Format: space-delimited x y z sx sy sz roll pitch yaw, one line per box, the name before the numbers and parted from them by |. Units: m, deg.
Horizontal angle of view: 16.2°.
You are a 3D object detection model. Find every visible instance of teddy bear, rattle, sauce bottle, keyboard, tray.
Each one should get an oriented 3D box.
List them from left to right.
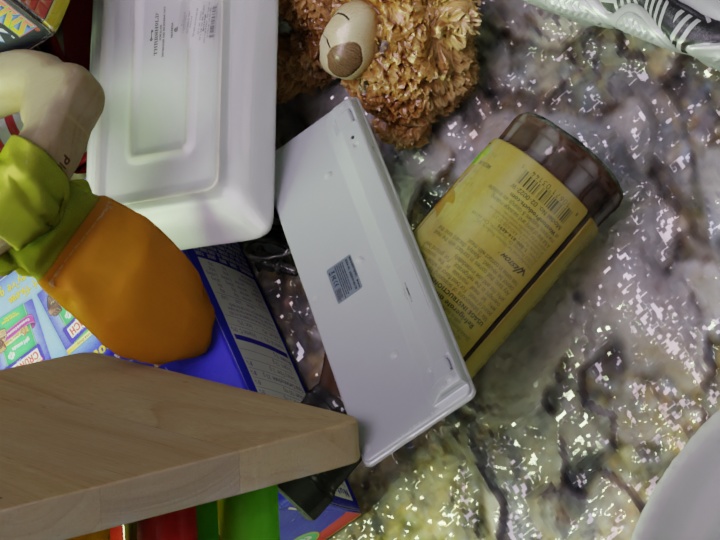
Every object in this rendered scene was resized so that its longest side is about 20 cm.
rattle | -0.178 -0.023 1.182 0.199 0.142 0.131 -11 63 39
tray | -0.088 -0.108 1.189 0.107 0.022 0.202 -8 72 28
teddy bear | -0.022 -0.148 1.204 0.145 0.067 0.201 -32 66 28
keyboard | 0.000 0.000 1.099 0.056 0.011 0.201 -39 41 17
sauce bottle | 0.029 0.021 1.110 0.200 0.065 0.065 -47 59 -7

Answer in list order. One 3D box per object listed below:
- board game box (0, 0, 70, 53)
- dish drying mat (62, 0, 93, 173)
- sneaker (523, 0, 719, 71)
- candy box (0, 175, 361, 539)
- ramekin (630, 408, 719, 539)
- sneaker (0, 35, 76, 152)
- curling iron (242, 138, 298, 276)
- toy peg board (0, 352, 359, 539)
board game box | -0.188 -0.176 1.249 0.165 0.057 0.201 -24 39 42
dish drying mat | -0.126 -0.152 1.283 0.076 0.018 0.202 -24 63 35
sneaker | 0.141 -0.153 1.096 0.199 0.075 0.116 24 97 36
candy box | -0.114 0.072 1.217 0.169 0.077 0.201 -35 64 20
ramekin | 0.206 0.115 0.945 0.200 0.098 0.201 -29 28 17
sneaker | -0.198 -0.083 1.296 0.116 0.078 0.200 -44 37 -2
curling iron | -0.073 -0.071 1.243 0.049 0.026 0.200 -37 60 0
toy peg board | -0.135 0.111 1.051 0.199 0.198 0.099 9 106 49
